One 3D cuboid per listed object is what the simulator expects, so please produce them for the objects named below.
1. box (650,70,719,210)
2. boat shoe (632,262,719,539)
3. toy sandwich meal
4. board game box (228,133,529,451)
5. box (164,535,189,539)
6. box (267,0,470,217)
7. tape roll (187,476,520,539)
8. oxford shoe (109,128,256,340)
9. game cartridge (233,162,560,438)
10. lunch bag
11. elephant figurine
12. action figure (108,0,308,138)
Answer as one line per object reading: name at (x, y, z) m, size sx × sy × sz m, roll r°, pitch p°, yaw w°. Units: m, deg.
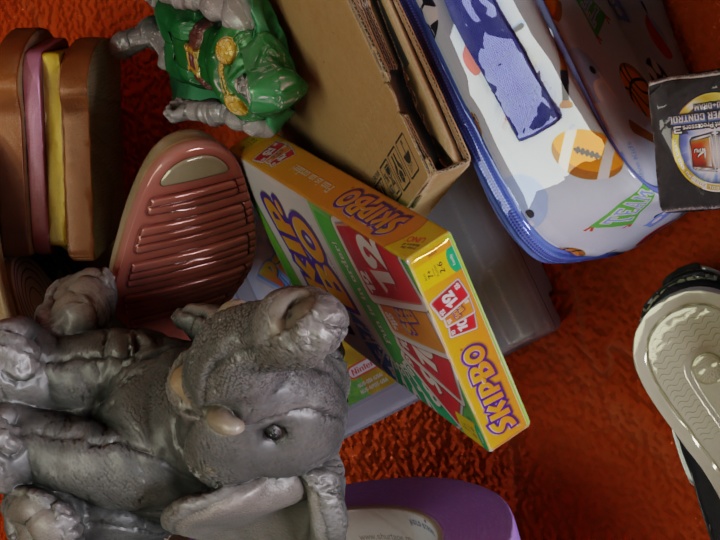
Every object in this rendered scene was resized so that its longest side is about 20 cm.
box at (0.214, -0.059, 0.607) m, size 0.159 × 0.199 × 0.045 m, roll -5°, pitch 96°, yaw 36°
boat shoe at (0.179, 0.091, 0.767) m, size 0.071 × 0.068 × 0.201 m, roll -25°, pitch 99°, yaw 12°
toy sandwich meal at (-0.150, -0.027, 0.930) m, size 0.070 × 0.205 × 0.207 m, roll -8°, pitch 96°, yaw 5°
board game box at (0.000, 0.000, 0.774) m, size 0.200 × 0.030 × 0.096 m, roll 38°, pitch 156°, yaw 60°
box at (-0.072, 0.180, 0.931) m, size 0.199 × 0.100 × 0.075 m, roll 24°, pitch 156°, yaw 29°
box at (-0.015, -0.090, 0.772) m, size 0.165 × 0.021 × 0.200 m, roll 65°, pitch 167°, yaw 7°
tape roll at (-0.021, 0.161, 0.772) m, size 0.199 × 0.200 × 0.066 m, roll -6°, pitch 106°, yaw 37°
oxford shoe at (-0.098, -0.006, 0.872) m, size 0.201 × 0.070 × 0.074 m, roll 106°, pitch 147°, yaw -49°
game cartridge at (-0.004, 0.009, 0.897) m, size 0.199 × 0.040 × 0.134 m, roll -31°, pitch 77°, yaw 36°
lunch bag at (0.069, -0.103, 0.735) m, size 0.075 × 0.160 × 0.201 m, roll -31°, pitch 80°, yaw 26°
elephant figurine at (-0.056, 0.064, 0.762) m, size 0.198 × 0.155 × 0.143 m, roll -8°, pitch 105°, yaw 26°
action figure at (-0.073, -0.106, 0.822) m, size 0.200 × 0.054 × 0.119 m, roll 35°, pitch 142°, yaw 59°
